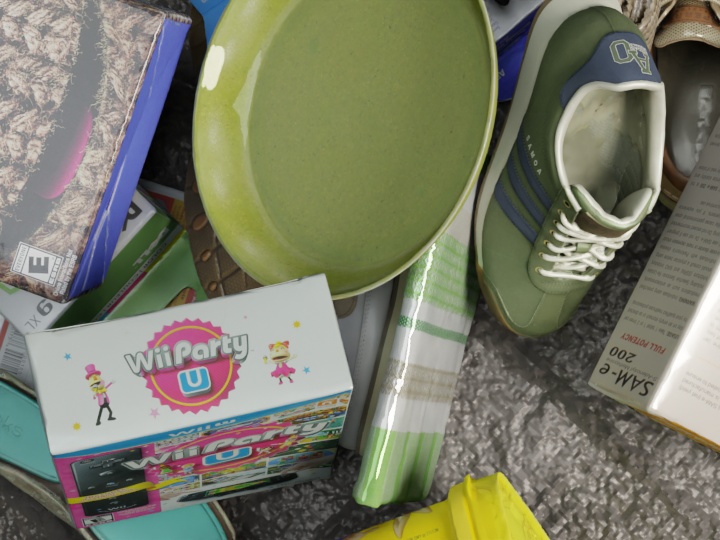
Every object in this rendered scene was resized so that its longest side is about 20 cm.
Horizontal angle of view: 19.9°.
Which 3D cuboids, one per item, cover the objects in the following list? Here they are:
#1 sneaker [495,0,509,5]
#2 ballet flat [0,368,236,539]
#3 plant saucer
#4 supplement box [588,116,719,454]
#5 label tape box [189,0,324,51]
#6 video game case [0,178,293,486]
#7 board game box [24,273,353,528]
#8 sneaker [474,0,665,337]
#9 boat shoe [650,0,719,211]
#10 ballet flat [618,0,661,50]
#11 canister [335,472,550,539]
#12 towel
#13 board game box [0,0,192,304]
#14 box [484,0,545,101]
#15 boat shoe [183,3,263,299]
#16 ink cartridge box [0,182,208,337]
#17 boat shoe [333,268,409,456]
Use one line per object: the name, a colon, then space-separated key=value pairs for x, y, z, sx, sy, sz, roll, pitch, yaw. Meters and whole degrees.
sneaker: x=0.096 y=-0.184 z=1.113 sx=0.200 sy=0.072 sz=0.083 roll=11 pitch=104 yaw=21
ballet flat: x=-0.149 y=0.118 z=1.164 sx=0.200 sy=0.062 sz=0.067 roll=36 pitch=80 yaw=8
plant saucer: x=-0.004 y=-0.082 z=1.039 sx=0.200 sy=0.031 sz=0.200 roll=-7 pitch=79 yaw=39
supplement box: x=0.223 y=0.002 z=1.062 sx=0.126 sy=0.074 sz=0.200 roll=28 pitch=89 yaw=-22
label tape box: x=-0.057 y=-0.231 z=1.125 sx=0.144 sy=0.063 sz=0.200 roll=-29 pitch=50 yaw=28
video game case: x=-0.110 y=0.027 z=1.187 sx=0.200 sy=0.017 sz=0.143 roll=17 pitch=87 yaw=14
board game box: x=-0.087 y=0.072 z=1.045 sx=0.147 sy=0.200 sz=0.064 roll=-12 pitch=73 yaw=-8
sneaker: x=0.109 y=-0.037 z=1.036 sx=0.067 sy=0.090 sz=0.200 roll=-3 pitch=122 yaw=-19
boat shoe: x=0.186 y=-0.131 z=1.115 sx=0.076 sy=0.072 sz=0.200 roll=-4 pitch=82 yaw=12
ballet flat: x=0.118 y=-0.073 z=1.096 sx=0.067 sy=0.046 sz=0.200 roll=18 pitch=117 yaw=7
canister: x=0.007 y=0.195 z=1.076 sx=0.200 sy=0.149 sz=0.087 roll=-22 pitch=52 yaw=11
towel: x=0.034 y=0.025 z=1.089 sx=0.031 sy=0.149 sz=0.200 roll=14 pitch=87 yaw=14
board game box: x=-0.212 y=-0.093 z=1.077 sx=0.200 sy=0.097 sz=0.160 roll=19 pitch=96 yaw=2
box: x=0.047 y=-0.194 z=1.170 sx=0.119 sy=0.041 sz=0.200 roll=-40 pitch=75 yaw=5
boat shoe: x=-0.052 y=-0.071 z=1.154 sx=0.072 sy=0.068 sz=0.200 roll=-11 pitch=73 yaw=34
ink cartridge box: x=-0.174 y=-0.022 z=1.167 sx=0.200 sy=0.059 sz=0.104 roll=44 pitch=92 yaw=14
boat shoe: x=0.000 y=0.000 z=1.129 sx=0.068 sy=0.075 sz=0.200 roll=10 pitch=90 yaw=8
